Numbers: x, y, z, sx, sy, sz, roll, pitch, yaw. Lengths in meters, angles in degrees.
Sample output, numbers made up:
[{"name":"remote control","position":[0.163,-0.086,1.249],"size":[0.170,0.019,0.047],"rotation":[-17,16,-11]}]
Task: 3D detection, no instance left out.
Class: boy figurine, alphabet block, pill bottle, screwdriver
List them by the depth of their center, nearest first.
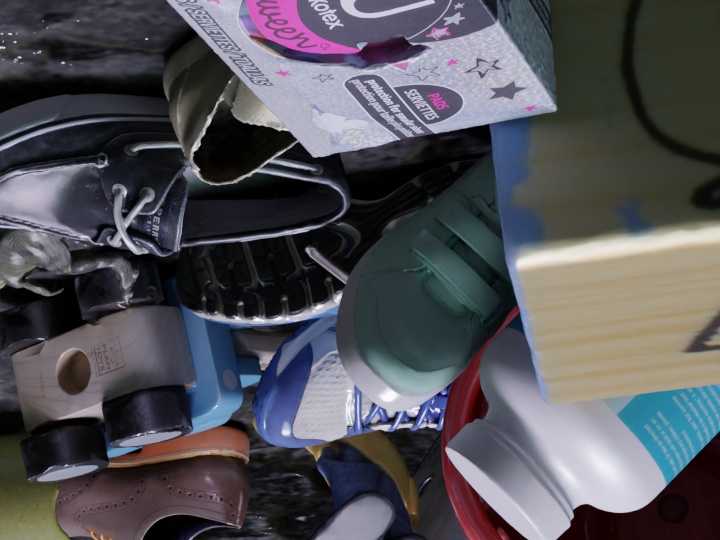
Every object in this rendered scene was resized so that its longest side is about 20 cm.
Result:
[{"name":"alphabet block","position":[0.161,-0.067,1.283],"size":[0.200,0.196,0.196],"rotation":[-9,159,6]},{"name":"pill bottle","position":[0.135,0.040,1.411],"size":[0.200,0.111,0.111],"rotation":[-45,159,-9]},{"name":"screwdriver","position":[0.010,0.014,1.492],"size":[0.028,0.029,0.200],"rotation":[-19,152,16]},{"name":"boy figurine","position":[-0.011,0.115,1.739],"size":[0.064,0.200,0.124],"rotation":[-39,117,7]}]

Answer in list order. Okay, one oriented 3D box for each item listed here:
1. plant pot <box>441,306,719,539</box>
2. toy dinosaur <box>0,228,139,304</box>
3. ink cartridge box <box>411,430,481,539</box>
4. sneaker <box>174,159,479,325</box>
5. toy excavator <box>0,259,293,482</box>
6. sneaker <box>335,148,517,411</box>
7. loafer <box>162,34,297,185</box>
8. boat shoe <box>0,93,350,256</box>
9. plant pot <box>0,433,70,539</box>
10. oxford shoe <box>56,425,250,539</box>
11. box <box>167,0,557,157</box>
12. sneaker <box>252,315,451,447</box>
[{"name":"plant pot","position":[0.156,0.113,1.540],"size":[0.200,0.201,0.183],"rotation":[-9,155,10]},{"name":"toy dinosaur","position":[-0.152,-0.024,1.512],"size":[0.088,0.048,0.200],"rotation":[10,151,-18]},{"name":"ink cartridge box","position":[0.086,0.133,1.774],"size":[0.043,0.196,0.200],"rotation":[43,140,-10]},{"name":"sneaker","position":[0.000,0.000,1.559],"size":[0.200,0.079,0.089],"rotation":[-8,155,5]},{"name":"toy excavator","position":[-0.080,0.048,1.665],"size":[0.194,0.100,0.200],"rotation":[-22,167,33]},{"name":"sneaker","position":[0.066,-0.022,1.420],"size":[0.074,0.200,0.118],"rotation":[42,142,-5]},{"name":"loafer","position":[-0.022,-0.096,1.328],"size":[0.076,0.068,0.200],"rotation":[8,154,-30]},{"name":"boat shoe","position":[-0.103,-0.039,1.418],"size":[0.200,0.068,0.072],"rotation":[-2,133,-17]},{"name":"plant pot","position":[-0.281,0.183,1.830],"size":[0.184,0.201,0.200],"rotation":[-12,160,-16]},{"name":"oxford shoe","position":[-0.161,0.159,1.915],"size":[0.200,0.073,0.071],"rotation":[-19,155,30]},{"name":"box","position":[-0.002,-0.144,1.132],"size":[0.115,0.132,0.200],"rotation":[-11,158,17]},{"name":"sneaker","position":[0.038,0.054,1.605],"size":[0.200,0.088,0.075],"rotation":[-24,134,-23]}]
